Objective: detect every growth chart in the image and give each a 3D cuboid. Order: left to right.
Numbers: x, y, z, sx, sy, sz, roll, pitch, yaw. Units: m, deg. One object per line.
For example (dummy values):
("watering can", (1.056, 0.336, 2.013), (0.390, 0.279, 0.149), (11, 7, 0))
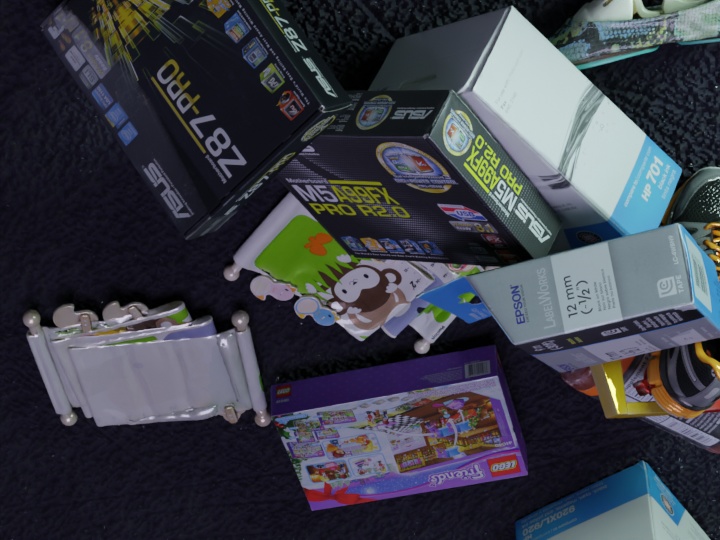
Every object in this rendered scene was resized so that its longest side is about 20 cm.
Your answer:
("growth chart", (-0.180, 0.080, 1.834), (0.198, 0.018, 0.146), (-1, 129, 2))
("growth chart", (0.000, 0.000, 1.776), (0.199, 0.018, 0.145), (23, 127, -15))

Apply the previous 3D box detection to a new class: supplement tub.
("supplement tub", (0.234, 0.066, 1.768), (0.199, 0.107, 0.107), (26, 125, -17))

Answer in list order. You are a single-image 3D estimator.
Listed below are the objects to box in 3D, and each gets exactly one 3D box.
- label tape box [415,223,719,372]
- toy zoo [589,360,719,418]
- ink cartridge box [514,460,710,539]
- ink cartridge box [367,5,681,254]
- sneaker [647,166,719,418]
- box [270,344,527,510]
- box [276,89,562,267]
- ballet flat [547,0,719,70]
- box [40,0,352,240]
("label tape box", (0.157, 0.030, 1.583), (0.199, 0.067, 0.143), (-16, 165, 16))
("toy zoo", (0.247, 0.048, 1.706), (0.198, 0.132, 0.020), (-2, 168, -25))
("ink cartridge box", (0.233, 0.307, 1.901), (0.144, 0.201, 0.147), (-27, 123, 21))
("ink cartridge box", (0.117, -0.093, 1.615), (0.200, 0.086, 0.146), (41, 154, -26))
("sneaker", (0.275, 0.013, 1.674), (0.078, 0.202, 0.077), (13, 160, -19))
("box", (0.035, 0.137, 1.863), (0.198, 0.039, 0.137), (-10, 135, 9))
("box", (0.028, -0.068, 1.602), (0.199, 0.044, 0.160), (4, 148, 44))
("ballet flat", (0.220, -0.193, 1.594), (0.198, 0.075, 0.075), (-10, 128, 7))
("box", (-0.121, -0.150, 1.569), (0.161, 0.049, 0.201), (-40, 80, 31))
